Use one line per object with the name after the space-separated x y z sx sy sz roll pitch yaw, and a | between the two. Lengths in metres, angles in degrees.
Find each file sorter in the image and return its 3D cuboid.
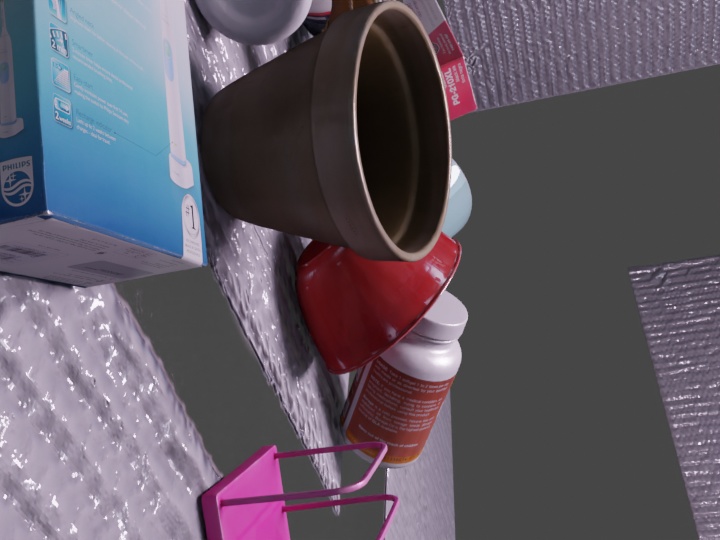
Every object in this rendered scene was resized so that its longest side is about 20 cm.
-0.028 0.250 0.612 0.139 0.122 0.205 -11 93 -77 | file sorter

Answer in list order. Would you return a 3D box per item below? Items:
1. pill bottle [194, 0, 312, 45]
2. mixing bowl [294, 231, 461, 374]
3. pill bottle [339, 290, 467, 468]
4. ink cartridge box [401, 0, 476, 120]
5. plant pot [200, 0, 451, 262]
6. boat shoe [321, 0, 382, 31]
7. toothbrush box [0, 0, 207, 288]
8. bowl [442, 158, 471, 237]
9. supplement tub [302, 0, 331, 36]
-0.088 -0.305 0.740 0.202 0.109 0.114 -84 161 -50 | pill bottle
0.000 0.000 0.846 0.109 0.199 0.201 46 23 -14 | mixing bowl
0.053 0.122 0.922 0.113 0.110 0.203 -73 -177 -64 | pill bottle
0.022 -0.228 0.944 0.085 0.196 0.147 61 10 -49 | ink cartridge box
-0.034 -0.105 0.660 0.199 0.170 0.206 12 76 -62 | plant pot
-0.010 -0.220 0.805 0.076 0.072 0.204 -130 -155 -59 | boat shoe
-0.148 -0.104 0.383 0.146 0.083 0.205 25 58 -75 | toothbrush box
0.054 -0.088 1.138 0.106 0.197 0.204 -58 143 -39 | bowl
-0.031 -0.368 0.987 0.200 0.137 0.144 8 74 -78 | supplement tub
